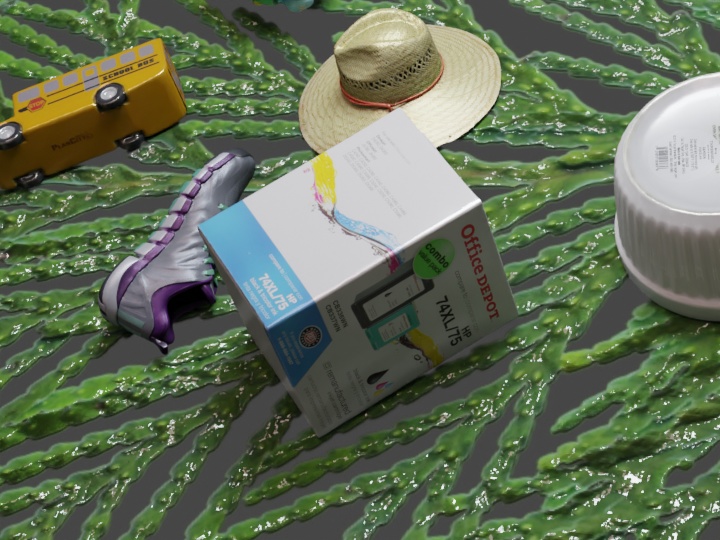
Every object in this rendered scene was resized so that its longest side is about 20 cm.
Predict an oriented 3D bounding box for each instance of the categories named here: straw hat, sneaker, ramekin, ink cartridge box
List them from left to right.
[{"bbox_3d":[-0.141,-0.015,1.678,0.087,0.075,0.200,32,73,20],"label":"sneaker"},{"bbox_3d":[0.000,0.000,1.544,0.199,0.147,0.146,-31,46,-7],"label":"ink cartridge box"},{"bbox_3d":[0.025,-0.195,1.750,0.199,0.085,0.202,-10,48,11],"label":"straw hat"},{"bbox_3d":[0.297,-0.068,1.522,0.198,0.105,0.201,-10,48,12],"label":"ramekin"}]

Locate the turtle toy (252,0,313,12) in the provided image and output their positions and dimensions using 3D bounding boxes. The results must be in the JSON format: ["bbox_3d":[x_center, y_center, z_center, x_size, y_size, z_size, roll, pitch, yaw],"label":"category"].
[{"bbox_3d":[-0.066,-0.335,1.899,0.145,0.101,0.200,20,59,33],"label":"turtle toy"}]

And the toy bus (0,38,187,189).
[{"bbox_3d":[-0.273,-0.152,1.838,0.198,0.065,0.079,-21,45,2],"label":"toy bus"}]
